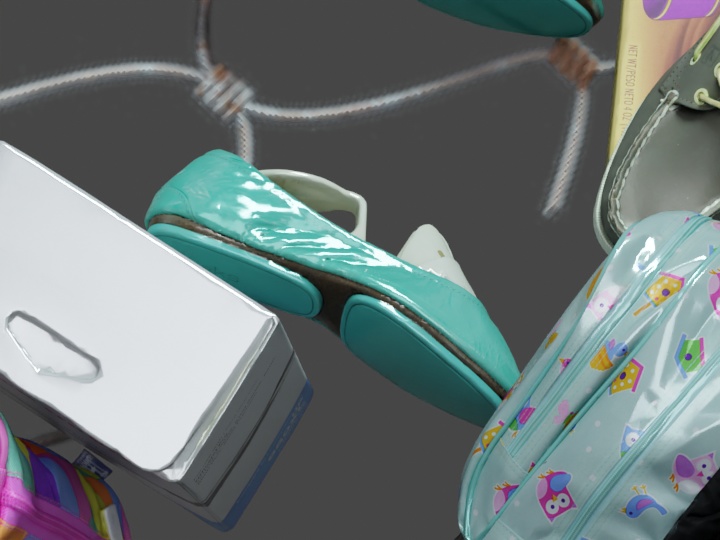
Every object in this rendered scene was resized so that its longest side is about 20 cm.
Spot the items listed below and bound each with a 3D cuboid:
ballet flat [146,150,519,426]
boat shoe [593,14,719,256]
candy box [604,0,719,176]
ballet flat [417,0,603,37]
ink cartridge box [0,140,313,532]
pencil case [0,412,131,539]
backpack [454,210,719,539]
[{"bbox_3d":[0.000,0.000,1.189,0.200,0.067,0.071,27,65,5],"label":"ballet flat"},{"bbox_3d":[0.177,-0.085,1.148,0.072,0.060,0.202,42,85,10],"label":"boat shoe"},{"bbox_3d":[0.182,-0.136,1.217,0.116,0.056,0.201,6,81,5],"label":"candy box"},{"bbox_3d":[0.023,-0.165,1.229,0.199,0.067,0.071,12,65,3],"label":"ballet flat"},{"bbox_3d":[-0.105,0.034,1.123,0.144,0.200,0.084,32,82,8],"label":"ink cartridge box"},{"bbox_3d":[-0.156,0.107,1.118,0.088,0.200,0.089,-3,76,12],"label":"pencil case"},{"bbox_3d":[0.124,0.077,1.097,0.126,0.167,0.200,36,107,9],"label":"backpack"}]
